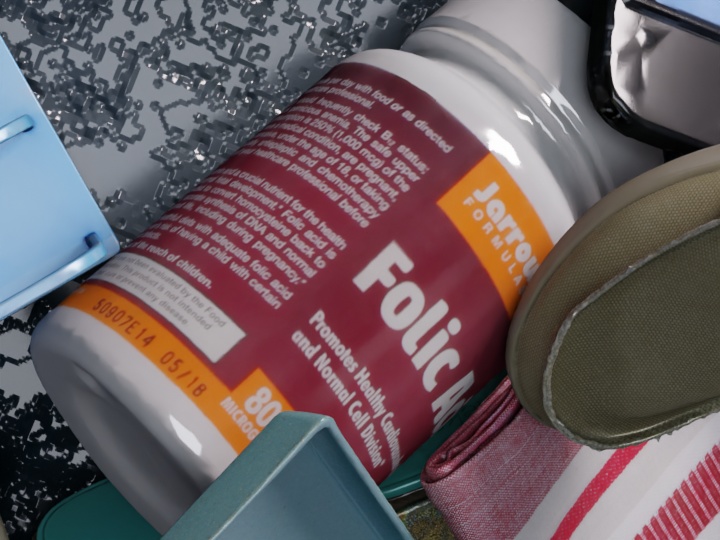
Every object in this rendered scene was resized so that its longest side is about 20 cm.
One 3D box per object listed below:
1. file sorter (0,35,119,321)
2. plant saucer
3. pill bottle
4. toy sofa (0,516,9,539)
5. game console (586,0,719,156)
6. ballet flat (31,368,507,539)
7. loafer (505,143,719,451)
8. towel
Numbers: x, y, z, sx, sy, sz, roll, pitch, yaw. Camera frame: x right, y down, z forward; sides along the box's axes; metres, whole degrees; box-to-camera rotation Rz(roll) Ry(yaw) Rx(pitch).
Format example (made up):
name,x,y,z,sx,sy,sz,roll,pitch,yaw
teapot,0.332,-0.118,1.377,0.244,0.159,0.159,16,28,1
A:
name,x,y,z,sx,sy,sz,roll,pitch,yaw
file sorter,-0.183,-0.056,0.741,0.138,0.123,0.201,-30,97,-5
plant saucer,-0.013,0.103,0.732,0.019,0.200,0.070,38,80,29
pill bottle,0.000,0.000,0.771,0.200,0.114,0.114,-42,101,-18
toy sofa,-0.209,0.128,0.772,0.199,0.098,0.083,-19,98,-8
game console,0.181,-0.129,0.764,0.175,0.116,0.201,18,66,-25
ballet flat,-0.015,0.091,0.823,0.199,0.071,0.071,-18,98,-5
loafer,0.130,-0.002,0.703,0.200,0.068,0.076,-34,121,20
towel,0.114,0.100,0.814,0.144,0.023,0.200,-44,116,-26
